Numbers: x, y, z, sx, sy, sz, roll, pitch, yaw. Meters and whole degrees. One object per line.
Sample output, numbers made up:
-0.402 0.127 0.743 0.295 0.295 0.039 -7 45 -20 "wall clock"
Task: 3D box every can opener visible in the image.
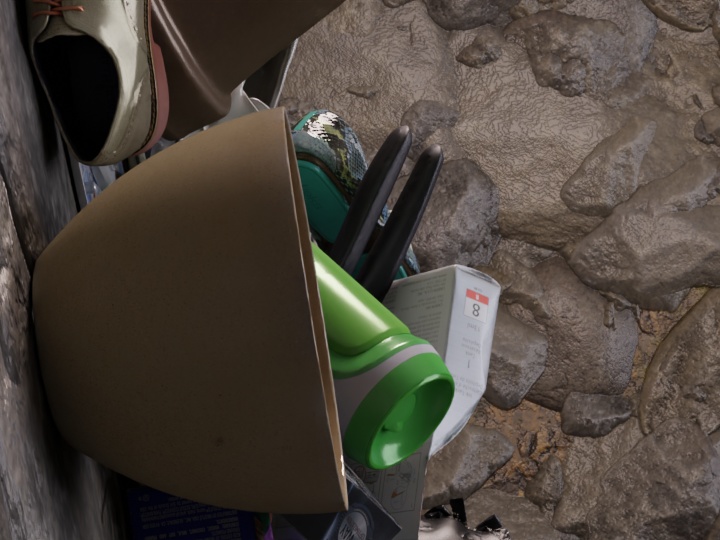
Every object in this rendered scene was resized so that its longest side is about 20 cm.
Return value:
0.000 0.000 1.282 0.063 0.200 0.079 38 -16 -31 "can opener"

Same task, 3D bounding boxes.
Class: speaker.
-0.037 0.030 1.183 0.200 0.088 0.089 42 -20 27 "speaker"

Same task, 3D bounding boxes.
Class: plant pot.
-0.081 -0.205 1.183 0.200 0.174 0.201 -25 90 -84 "plant pot"
-0.086 0.029 0.967 0.200 0.134 0.201 -10 90 -89 "plant pot"

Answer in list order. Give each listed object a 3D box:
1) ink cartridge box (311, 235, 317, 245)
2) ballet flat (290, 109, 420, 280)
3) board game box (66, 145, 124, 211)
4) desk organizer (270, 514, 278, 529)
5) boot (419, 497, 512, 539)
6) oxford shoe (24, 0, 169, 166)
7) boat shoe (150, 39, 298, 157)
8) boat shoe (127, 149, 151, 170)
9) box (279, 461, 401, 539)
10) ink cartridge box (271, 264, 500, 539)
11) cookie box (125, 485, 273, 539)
-0.091 0.008 1.422 0.200 0.086 0.147 87 17 -70 "ink cartridge box"
0.002 -0.032 1.359 0.074 0.074 0.200 -99 166 -47 "ballet flat"
-0.158 -0.084 1.228 0.200 0.026 0.201 -98 179 -67 "board game box"
-0.091 0.174 1.428 0.200 0.077 0.072 -98 179 -71 "desk organizer"
0.012 0.232 1.356 0.073 0.162 0.199 107 7 -47 "boot"
-0.150 -0.153 1.053 0.074 0.071 0.201 -52 129 -70 "oxford shoe"
-0.086 -0.096 1.293 0.072 0.065 0.201 67 35 -54 "boat shoe"
-0.139 -0.086 1.460 0.200 0.062 0.075 -94 178 -55 "boat shoe"
-0.064 0.092 1.167 0.160 0.044 0.200 45 -3 -14 "box"
0.015 0.107 1.291 0.162 0.050 0.201 -16 -119 49 "ink cartridge box"
-0.084 0.227 1.201 0.171 0.075 0.201 74 7 -84 "cookie box"
